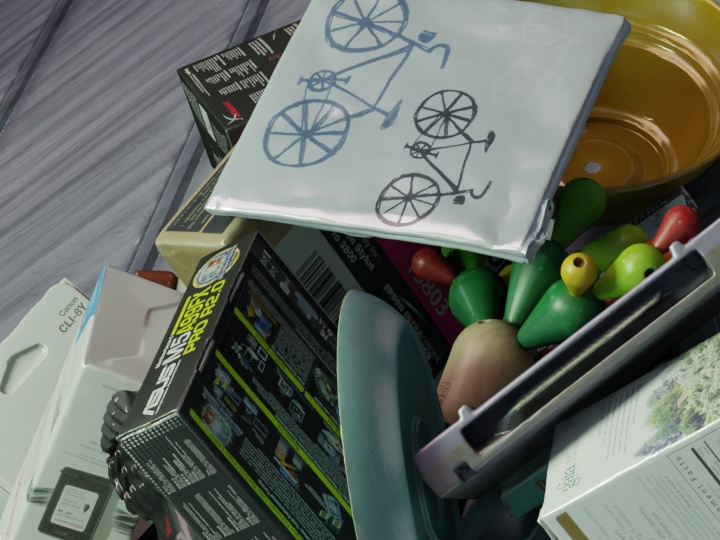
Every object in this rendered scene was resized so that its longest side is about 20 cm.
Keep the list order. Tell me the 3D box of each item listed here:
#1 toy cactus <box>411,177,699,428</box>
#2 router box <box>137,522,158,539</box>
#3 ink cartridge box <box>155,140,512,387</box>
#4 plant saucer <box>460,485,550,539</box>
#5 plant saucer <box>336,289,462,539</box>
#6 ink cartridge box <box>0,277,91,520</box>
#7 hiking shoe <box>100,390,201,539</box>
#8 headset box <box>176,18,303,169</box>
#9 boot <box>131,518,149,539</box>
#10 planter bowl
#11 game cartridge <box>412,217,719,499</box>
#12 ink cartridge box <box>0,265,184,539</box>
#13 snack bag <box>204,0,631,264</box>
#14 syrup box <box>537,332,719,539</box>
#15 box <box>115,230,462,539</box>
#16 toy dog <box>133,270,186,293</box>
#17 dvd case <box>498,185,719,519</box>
[{"bbox_3d":[0.086,0.014,1.545,0.199,0.102,0.166,13,67,49],"label":"toy cactus"},{"bbox_3d":[-0.085,0.183,1.641,0.200,0.052,0.157,-48,21,-18],"label":"router box"},{"bbox_3d":[0.000,0.000,1.654,0.075,0.200,0.165,2,46,52],"label":"ink cartridge box"},{"bbox_3d":[0.120,0.081,1.548,0.070,0.019,0.200,-13,33,51],"label":"plant saucer"},{"bbox_3d":[0.024,0.107,1.434,0.027,0.201,0.201,-9,28,9],"label":"plant saucer"},{"bbox_3d":[-0.228,0.115,1.885,0.145,0.083,0.200,-51,-1,-29],"label":"ink cartridge box"},{"bbox_3d":[-0.060,0.144,1.532,0.100,0.201,0.076,-19,-12,-25],"label":"hiking shoe"},{"bbox_3d":[-0.001,-0.115,1.813,0.199,0.075,0.149,-23,24,-8],"label":"headset box"},{"bbox_3d":[-0.201,0.228,1.746,0.090,0.073,0.200,-32,13,40],"label":"boot"},{"bbox_3d":[0.139,-0.087,1.709,0.199,0.084,0.201,-2,45,2],"label":"planter bowl"},{"bbox_3d":[0.118,0.043,1.421,0.200,0.038,0.130,-38,-6,5],"label":"game cartridge"},{"bbox_3d":[-0.158,0.114,1.667,0.116,0.066,0.201,-87,19,-60],"label":"ink cartridge box"},{"bbox_3d":[0.036,-0.086,1.566,0.199,0.021,0.189,8,52,23],"label":"snack bag"},{"bbox_3d":[0.186,0.079,1.343,0.199,0.082,0.079,-32,20,26],"label":"syrup box"},{"bbox_3d":[-0.031,0.102,1.504,0.044,0.200,0.161,-25,26,31],"label":"box"},{"bbox_3d":[-0.079,-0.015,1.881,0.201,0.096,0.132,-57,29,28],"label":"toy dog"},{"bbox_3d":[0.132,0.041,1.552,0.146,0.022,0.200,-34,21,16],"label":"dvd case"}]
